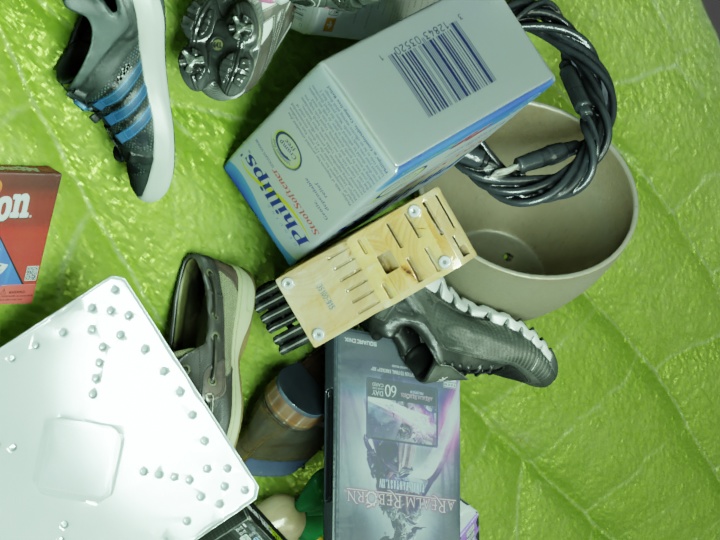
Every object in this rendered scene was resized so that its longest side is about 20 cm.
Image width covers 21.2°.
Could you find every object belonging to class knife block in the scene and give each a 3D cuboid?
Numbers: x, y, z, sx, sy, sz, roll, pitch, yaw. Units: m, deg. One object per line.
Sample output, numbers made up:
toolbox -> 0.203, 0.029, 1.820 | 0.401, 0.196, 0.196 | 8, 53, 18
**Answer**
knife block -> 0.000, 0.000, 1.571 | 0.199, 0.064, 0.176 | -30, -177, 11

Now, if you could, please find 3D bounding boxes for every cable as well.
cable -> 0.149, -0.154, 1.680 | 0.051, 0.163, 0.201 | 109, 7, -62

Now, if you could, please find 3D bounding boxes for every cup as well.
cup -> 0.134, -0.033, 1.728 | 0.200, 0.200, 0.144 | -35, 157, -31

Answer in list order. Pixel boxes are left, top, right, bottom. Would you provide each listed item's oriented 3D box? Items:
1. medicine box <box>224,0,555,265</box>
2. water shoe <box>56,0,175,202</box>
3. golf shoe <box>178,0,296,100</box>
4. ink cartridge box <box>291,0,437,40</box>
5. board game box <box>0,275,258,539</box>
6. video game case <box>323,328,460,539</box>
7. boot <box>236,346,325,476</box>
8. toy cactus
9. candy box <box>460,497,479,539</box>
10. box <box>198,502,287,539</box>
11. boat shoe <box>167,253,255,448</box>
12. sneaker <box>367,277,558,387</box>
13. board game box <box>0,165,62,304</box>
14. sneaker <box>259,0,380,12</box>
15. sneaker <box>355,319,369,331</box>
medicine box -> 0.020, -0.116, 1.511 | 0.182, 0.103, 0.200 | -32, 176, -33
water shoe -> -0.181, -0.137, 1.391 | 0.079, 0.072, 0.201 | -10, 125, -14
golf shoe -> -0.082, -0.225, 1.446 | 0.094, 0.077, 0.201 | 11, 100, -77
ink cartridge box -> 0.039, -0.282, 1.563 | 0.200, 0.047, 0.199 | -2, 112, -51
board game box -> -0.208, 0.137, 1.419 | 0.200, 0.026, 0.201 | -33, 101, -7
video game case -> 0.028, 0.156, 1.645 | 0.142, 0.019, 0.201 | 11, 72, -38
boot -> -0.046, 0.126, 1.714 | 0.097, 0.075, 0.200 | -46, 161, 23
toy cactus -> -0.036, 0.218, 1.719 | 0.164, 0.103, 0.200 | -19, 170, -20
candy box -> 0.040, 0.308, 1.856 | 0.168, 0.071, 0.200 | -49, 160, -18
box -> -0.140, 0.291, 1.648 | 0.193, 0.048, 0.200 | -32, 140, 4
boat shoe -> -0.132, 0.081, 1.527 | 0.065, 0.073, 0.201 | 27, 54, -35
sneaker -> 0.082, 0.067, 1.659 | 0.200, 0.066, 0.091 | 32, 65, -24
board game box -> -0.300, -0.024, 1.343 | 0.199, 0.019, 0.103 | -2, 112, -49
sneaker -> -0.003, -0.230, 1.400 | 0.200, 0.086, 0.081 | -54, 161, -51
sneaker -> 0.058, 0.068, 1.763 | 0.075, 0.084, 0.200 | -57, 143, -6
